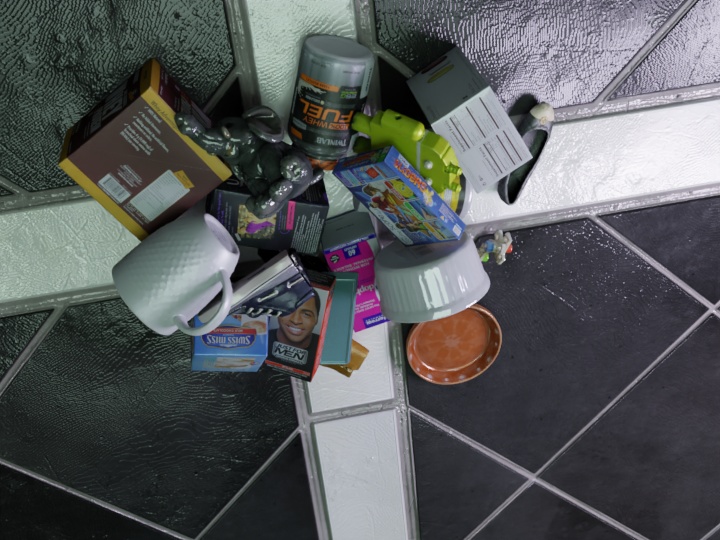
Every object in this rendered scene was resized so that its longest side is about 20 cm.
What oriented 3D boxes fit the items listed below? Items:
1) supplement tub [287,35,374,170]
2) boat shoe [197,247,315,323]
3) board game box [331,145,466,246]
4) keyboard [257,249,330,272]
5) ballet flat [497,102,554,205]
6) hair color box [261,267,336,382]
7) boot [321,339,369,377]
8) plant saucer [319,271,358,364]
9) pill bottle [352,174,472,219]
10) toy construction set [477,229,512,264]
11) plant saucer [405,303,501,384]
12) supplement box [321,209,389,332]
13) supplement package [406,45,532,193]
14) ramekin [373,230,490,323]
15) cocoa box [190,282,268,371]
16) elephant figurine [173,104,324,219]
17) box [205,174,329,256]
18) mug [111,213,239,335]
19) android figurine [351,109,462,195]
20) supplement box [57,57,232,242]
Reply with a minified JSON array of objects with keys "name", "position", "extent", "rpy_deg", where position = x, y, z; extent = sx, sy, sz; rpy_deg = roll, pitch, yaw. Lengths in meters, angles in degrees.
[{"name":"supplement tub","position":[-0.053,-0.276,1.547],"extent":[0.122,0.123,0.201],"rpy_deg":[5,121,-14]},{"name":"boat shoe","position":[-0.170,0.054,1.572],"extent":[0.199,0.075,0.093],"rpy_deg":[-33,106,1]},{"name":"board game box","position":[0.064,-0.118,1.540],"extent":[0.135,0.035,0.200],"rpy_deg":[-5,139,49]},{"name":"keyboard","position":[-0.099,0.004,1.776],"extent":[0.104,0.040,0.200],"rpy_deg":[-19,128,30]},{"name":"ballet flat","position":[0.306,-0.209,1.695],"extent":[0.066,0.057,0.201],"rpy_deg":[9,120,-17]},{"name":"hair color box","position":[-0.112,0.095,1.683],"extent":[0.101,0.061,0.201],"rpy_deg":[15,119,7]},{"name":"boot","position":[-0.046,0.121,1.786],"extent":[0.143,0.071,0.202],"rpy_deg":[26,141,4]},{"name":"plant saucer","position":[-0.045,0.093,1.721],"extent":[0.069,0.019,0.201],"rpy_deg":[1,120,-8]},{"name":"pill bottle","position":[0.090,-0.149,1.659],"extent":[0.199,0.114,0.115],"rpy_deg":[1,122,-12]},{"name":"toy construction set","position":[0.182,-0.049,1.760],"extent":[0.199,0.092,0.132],"rpy_deg":[12,119,-5]},{"name":"plant saucer","position":[0.190,0.147,1.913],"extent":[0.199,0.032,0.201],"rpy_deg":[-4,122,-7]},{"name":"supplement box","position":[0.000,0.000,1.744],"extent":[0.101,0.104,0.201],"rpy_deg":[-19,125,2]},{"name":"supplement package","position":[0.177,-0.255,1.557],"extent":[0.111,0.200,0.156],"rpy_deg":[-34,121,10]},{"name":"ramekin","position":[0.118,0.002,1.629],"extent":[0.199,0.201,0.098],"rpy_deg":[-18,110,1]},{"name":"cocoa box","position":[-0.240,0.107,1.689],"extent":[0.132,0.132,0.200],"rpy_deg":[3,166,-11]},{"name":"elephant figurine","position":[-0.173,-0.194,1.475],"extent":[0.141,0.155,0.200],"rpy_deg":[-42,86,-5]},{"name":"box","position":[-0.165,-0.110,1.630],"extent":[0.199,0.122,0.107],"rpy_deg":[9,121,-15]},{"name":"mug","position":[-0.279,0.014,1.512],"extent":[0.175,0.200,0.148],"rpy_deg":[-38,152,9]},{"name":"android figurine","position":[0.076,-0.185,1.507],"extent":[0.199,0.041,0.182],"rpy_deg":[28,154,16]},{"name":"supplement box","position":[-0.349,-0.196,1.535],"extent":[0.200,0.133,0.197],"rpy_deg":[-36,121,12]}]
